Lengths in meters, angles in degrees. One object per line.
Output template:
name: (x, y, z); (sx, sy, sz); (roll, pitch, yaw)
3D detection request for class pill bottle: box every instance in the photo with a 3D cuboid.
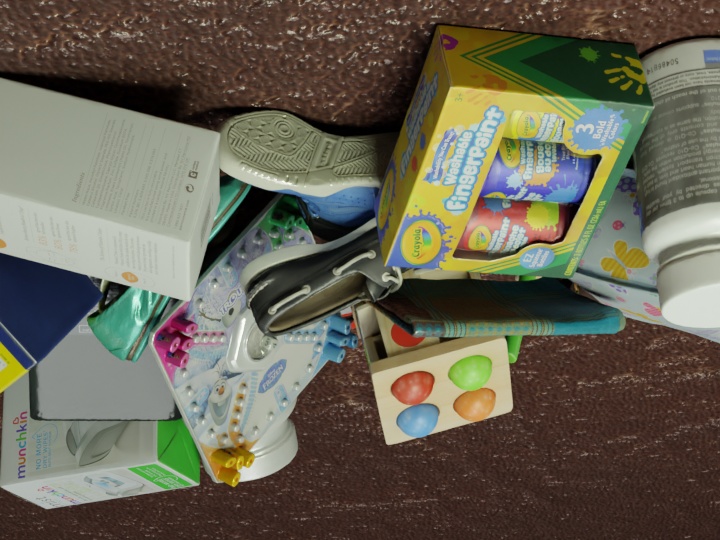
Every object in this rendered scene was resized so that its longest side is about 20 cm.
pill bottle: (0.269, -0.066, 1.498); (0.112, 0.202, 0.114); (-2, 158, -1)
pill bottle: (-0.122, 0.088, 1.820); (0.115, 0.116, 0.202); (-6, 114, 10)

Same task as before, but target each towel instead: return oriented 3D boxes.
towel: (0.109, 0.029, 1.661); (0.198, 0.022, 0.147); (0, -167, -22)

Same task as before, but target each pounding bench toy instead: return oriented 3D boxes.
pounding bench toy: (0.099, 0.055, 1.793); (0.198, 0.157, 0.125); (-15, 144, -2)

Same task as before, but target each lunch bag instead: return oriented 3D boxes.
lunch bag: (0.244, -0.025, 1.698); (0.199, 0.128, 0.169); (12, 170, 34)

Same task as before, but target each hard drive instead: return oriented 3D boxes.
hard drive: (-0.225, 0.046, 1.719); (0.138, 0.033, 0.202); (1, 121, -7)

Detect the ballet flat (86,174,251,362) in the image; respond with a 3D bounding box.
ballet flat: (-0.170, -0.015, 1.634); (0.070, 0.067, 0.201); (33, 106, -5)

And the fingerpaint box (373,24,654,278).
fingerpaint box: (0.115, -0.087, 1.520); (0.165, 0.074, 0.201); (4, 137, -16)

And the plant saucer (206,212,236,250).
plant saucer: (-0.208, -0.054, 1.704); (0.198, 0.030, 0.200); (-3, 158, -1)

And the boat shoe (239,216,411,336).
boat shoe: (0.000, 0.000, 1.614); (0.198, 0.061, 0.074); (-17, 149, -9)

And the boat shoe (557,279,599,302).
boat shoe: (0.240, 0.008, 1.879); (0.199, 0.072, 0.072); (-8, 129, 41)

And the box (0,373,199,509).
box: (-0.251, 0.115, 1.890); (0.175, 0.202, 0.097); (-10, 156, 20)

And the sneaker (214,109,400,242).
sneaker: (-0.044, -0.071, 1.614); (0.198, 0.077, 0.111); (1, 149, -27)

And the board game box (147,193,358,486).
board game box: (-0.088, 0.061, 1.721); (0.026, 0.200, 0.201); (21, 146, 35)

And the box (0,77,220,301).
box: (-0.216, -0.064, 1.521); (0.198, 0.098, 0.125); (14, 158, 0)

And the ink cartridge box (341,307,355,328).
ink cartridge box: (-0.053, 0.044, 1.938); (0.159, 0.048, 0.200); (-13, 153, 23)

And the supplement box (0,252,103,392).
supplement box: (-0.332, 0.051, 1.648); (0.110, 0.109, 0.200); (48, 131, -8)
